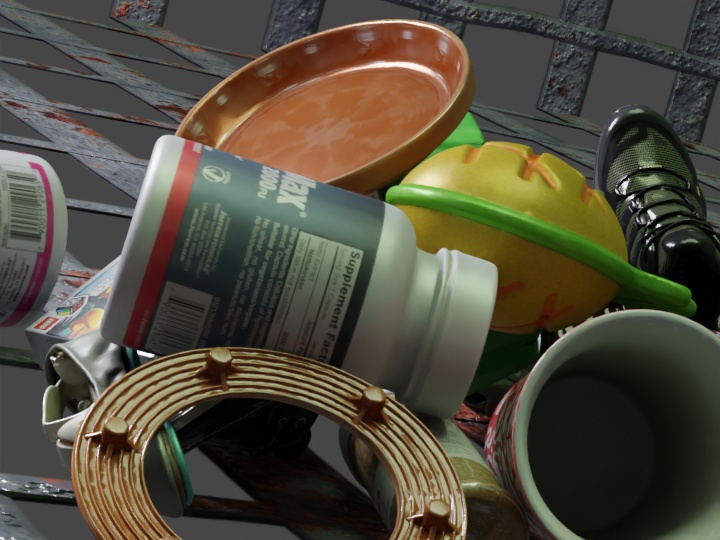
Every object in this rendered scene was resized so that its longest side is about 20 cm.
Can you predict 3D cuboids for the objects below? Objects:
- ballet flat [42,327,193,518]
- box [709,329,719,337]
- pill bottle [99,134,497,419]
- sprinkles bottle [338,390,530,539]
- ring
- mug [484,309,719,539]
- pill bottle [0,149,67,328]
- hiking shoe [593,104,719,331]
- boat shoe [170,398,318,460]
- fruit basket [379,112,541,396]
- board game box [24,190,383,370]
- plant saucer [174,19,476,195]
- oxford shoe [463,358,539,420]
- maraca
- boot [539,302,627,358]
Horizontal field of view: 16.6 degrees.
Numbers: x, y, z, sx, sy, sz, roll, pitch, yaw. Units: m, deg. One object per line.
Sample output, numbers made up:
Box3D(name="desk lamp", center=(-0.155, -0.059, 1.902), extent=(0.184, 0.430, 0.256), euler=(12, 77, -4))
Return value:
Box3D(name="ballet flat", center=(-0.135, 0.087, 1.317), extent=(0.063, 0.068, 0.200), euler=(-16, 21, -9))
Box3D(name="box", center=(0.259, 0.128, 1.450), extent=(0.114, 0.133, 0.200), euler=(10, 12, -45))
Box3D(name="pill bottle", center=(-0.032, 0.010, 1.347), extent=(0.199, 0.120, 0.120), euler=(17, 10, -6))
Box3D(name="sprinkles bottle", center=(0.038, 0.117, 1.354), extent=(0.068, 0.069, 0.200), euler=(13, 11, -14))
Box3D(name="ring", center=(-0.043, 0.102, 1.216), extent=(0.200, 0.019, 0.201), euler=(11, 38, -9))
Box3D(name="mug", center=(0.134, 0.118, 1.341), extent=(0.133, 0.178, 0.200), euler=(-4, -6, -6))
Box3D(name="pill bottle", center=(-0.293, -0.030, 1.523), extent=(0.199, 0.114, 0.113), euler=(9, 12, -34))
Box3D(name="hiking shoe", center=(0.207, -0.021, 1.601), extent=(0.075, 0.201, 0.101), euler=(-9, -14, -15))
Box3D(name="boat shoe", center=(-0.047, 0.077, 1.440), extent=(0.074, 0.066, 0.199), euler=(-22, 6, 37))
Box3D(name="fruit basket", center=(0.000, 0.000, 1.592), extent=(0.215, 0.156, 0.216), euler=(2, 41, -2))
Box3D(name="board game box", center=(-0.093, 0.002, 1.507), extent=(0.126, 0.035, 0.200), euler=(9, 40, 45))
Box3D(name="plant saucer", center=(-0.022, -0.092, 1.545), extent=(0.200, 0.032, 0.201), euler=(-17, 31, 10))
Box3D(name="oxford shoe", center=(0.106, 0.080, 1.707), extent=(0.075, 0.058, 0.200), euler=(20, -5, 45))
Box3D(name="maraca", center=(0.106, -0.011, 1.447), extent=(0.199, 0.107, 0.137), euler=(22, -4, -25))
Box3D(name="boot", center=(0.153, 0.076, 1.610), extent=(0.074, 0.201, 0.097), euler=(-5, -29, 2))
